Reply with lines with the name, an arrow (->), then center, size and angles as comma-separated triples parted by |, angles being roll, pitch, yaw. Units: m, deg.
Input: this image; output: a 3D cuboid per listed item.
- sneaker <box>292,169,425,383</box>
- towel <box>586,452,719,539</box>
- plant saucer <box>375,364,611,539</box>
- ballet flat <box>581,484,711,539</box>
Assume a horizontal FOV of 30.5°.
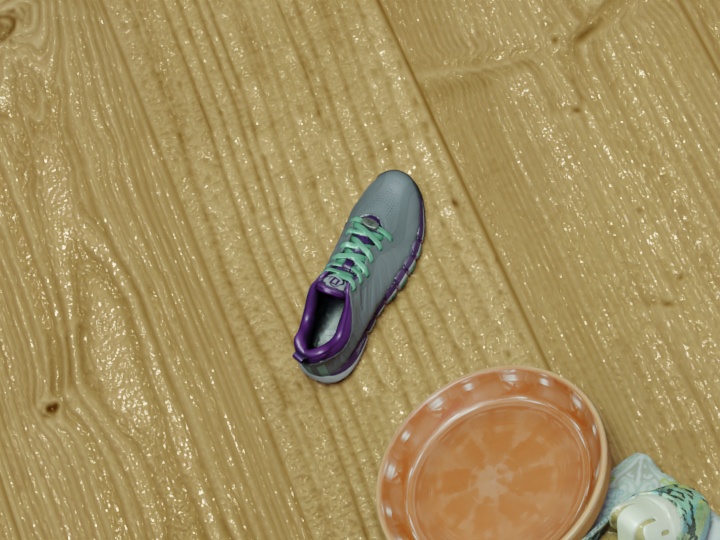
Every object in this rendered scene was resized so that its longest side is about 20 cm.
sneaker -> 0.000, 0.000, 1.144 | 0.074, 0.088, 0.202 | 20, 81, 14
towel -> 0.219, 0.250, 1.015 | 0.170, 0.049, 0.200 | -32, 45, -18
plant saucer -> 0.108, 0.168, 1.073 | 0.198, 0.032, 0.202 | -17, 44, 17
ballet flat -> 0.189, 0.214, 0.976 | 0.199, 0.074, 0.074 | -38, 72, -23
